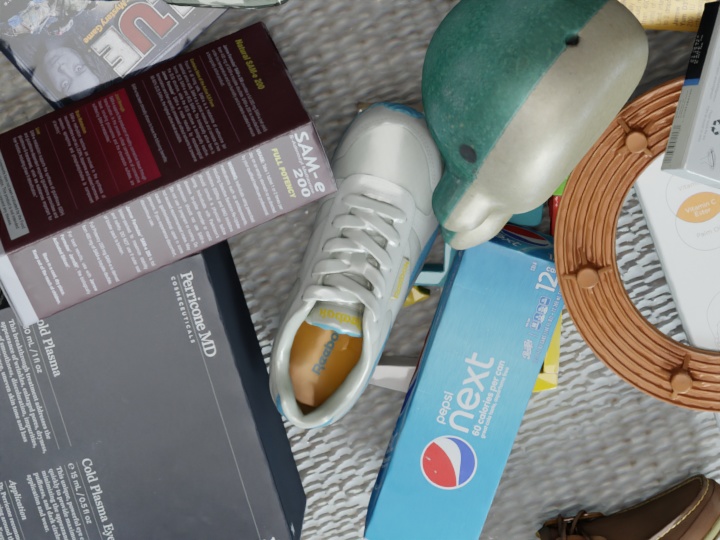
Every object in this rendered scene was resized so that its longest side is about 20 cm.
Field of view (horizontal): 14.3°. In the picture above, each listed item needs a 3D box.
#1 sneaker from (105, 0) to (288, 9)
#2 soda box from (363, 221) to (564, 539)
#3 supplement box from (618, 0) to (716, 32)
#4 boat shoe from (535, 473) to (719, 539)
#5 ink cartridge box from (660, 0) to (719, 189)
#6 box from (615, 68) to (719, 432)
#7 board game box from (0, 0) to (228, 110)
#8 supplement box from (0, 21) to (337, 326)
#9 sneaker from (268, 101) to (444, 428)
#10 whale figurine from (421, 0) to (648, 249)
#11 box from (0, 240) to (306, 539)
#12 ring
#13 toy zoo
[{"bbox_3d":[-0.139,-0.196,1.634,0.199,0.077,0.085,2,96,-6],"label":"sneaker"},{"bbox_3d":[0.065,0.071,1.706,0.068,0.064,0.201,18,105,-2],"label":"soda box"},{"bbox_3d":[0.188,-0.178,1.609,0.199,0.067,0.069,1,133,1],"label":"supplement box"},{"bbox_3d":[0.136,0.183,1.750,0.200,0.072,0.068,-35,103,13],"label":"boat shoe"},{"bbox_3d":[0.271,-0.074,1.570,0.199,0.039,0.100,17,87,-14],"label":"ink cartridge box"},{"bbox_3d":[0.249,-0.025,1.672,0.152,0.106,0.201,-18,104,7],"label":"box"},{"bbox_3d":[-0.135,-0.193,1.681,0.200,0.035,0.136,-41,100,11],"label":"board game box"},{"bbox_3d":[-0.125,-0.057,1.657,0.200,0.109,0.061,-23,132,-2],"label":"supplement box"},{"bbox_3d":[0.000,0.000,1.682,0.076,0.081,0.201,16,104,1],"label":"sneaker"},{"bbox_3d":[0.078,-0.088,1.572,0.104,0.200,0.159,38,65,4],"label":"whale figurine"},{"bbox_3d":[-0.146,0.090,1.721,0.182,0.104,0.201,-14,104,7],"label":"box"},{"bbox_3d":[0.209,-0.014,1.613,0.200,0.019,0.201,1,106,2],"label":"ring"},{"bbox_3d":[0.059,0.001,1.732,0.131,0.020,0.201,2,105,2],"label":"toy zoo"}]
